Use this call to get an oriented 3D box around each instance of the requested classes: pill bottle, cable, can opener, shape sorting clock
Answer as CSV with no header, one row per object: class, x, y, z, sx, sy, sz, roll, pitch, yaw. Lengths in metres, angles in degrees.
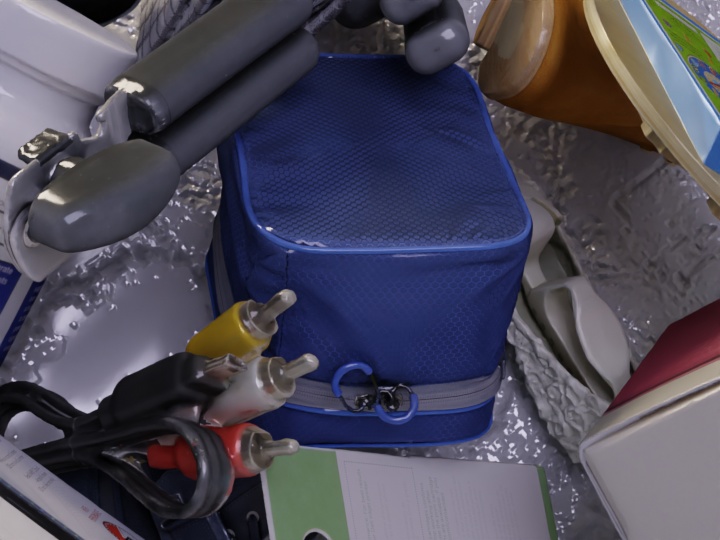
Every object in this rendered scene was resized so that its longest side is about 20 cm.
pill bottle,-0.188,-0.032,0.937,0.115,0.116,0.201,29,96,-1
cable,-0.100,0.077,0.915,0.050,0.199,0.098,22,58,-40
can opener,-0.080,-0.060,0.893,0.066,0.053,0.200,19,44,27
can opener,0.022,-0.131,1.042,0.066,0.200,0.053,-29,103,3
shape sorting clock,0.177,-0.063,0.979,0.199,0.039,0.200,37,22,-18

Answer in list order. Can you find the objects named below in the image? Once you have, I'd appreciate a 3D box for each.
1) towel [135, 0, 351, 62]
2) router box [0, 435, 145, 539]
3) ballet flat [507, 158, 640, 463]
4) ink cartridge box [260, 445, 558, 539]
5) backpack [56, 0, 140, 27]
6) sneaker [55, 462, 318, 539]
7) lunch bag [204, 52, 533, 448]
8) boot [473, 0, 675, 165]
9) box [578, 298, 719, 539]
towel,-0.043,-0.191,1.033,0.085,0.200,0.167,13,60,-19
router box,-0.138,0.111,0.796,0.179,0.200,0.049,36,89,-2
ballet flat,0.096,0.005,1.066,0.071,0.072,0.201,-26,76,-22
ink cartridge box,0.022,0.158,0.946,0.199,0.048,0.147,9,64,-43
backpack,-0.223,-0.168,0.994,0.199,0.178,0.151,-33,54,-16
sneaker,-0.071,0.168,0.936,0.145,0.077,0.204,-21,74,-3
lunch bag,0.000,0.000,0.981,0.134,0.133,0.201,1,35,-10
boot,0.134,-0.097,1.052,0.143,0.201,0.071,25,99,-5
box,0.197,0.085,0.968,0.129,0.108,0.200,60,24,-3
